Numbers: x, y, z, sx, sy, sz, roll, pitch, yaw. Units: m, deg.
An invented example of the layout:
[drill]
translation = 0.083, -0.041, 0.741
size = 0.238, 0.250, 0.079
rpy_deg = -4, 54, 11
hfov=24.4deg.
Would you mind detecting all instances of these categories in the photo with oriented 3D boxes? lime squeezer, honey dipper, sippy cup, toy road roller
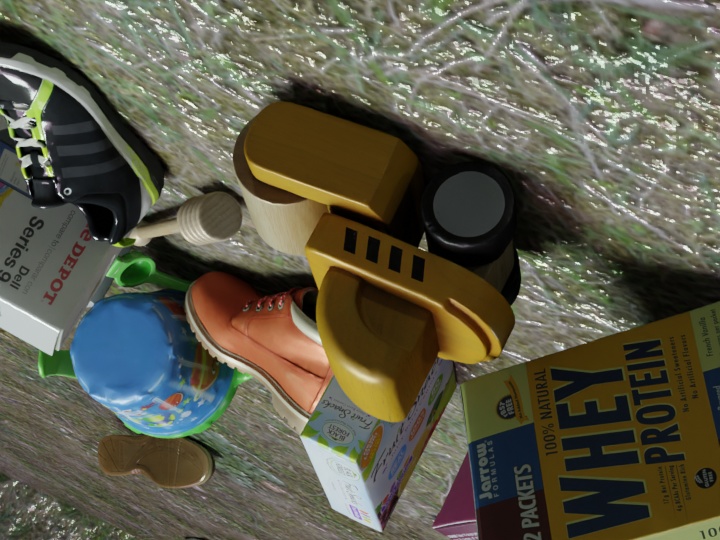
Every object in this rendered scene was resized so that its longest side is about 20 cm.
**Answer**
[lime squeezer]
translation = -0.209, -0.014, 1.418
size = 0.200, 0.038, 0.071
rpy_deg = 33, -174, -17
[honey dipper]
translation = -0.147, -0.034, 1.316
size = 0.038, 0.038, 0.200
rpy_deg = 35, 162, -20
[sippy cup]
translation = -0.186, 0.076, 1.457
size = 0.140, 0.178, 0.130
rpy_deg = 55, -174, 16
[toy road roller]
translation = 0.000, 0.000, 1.020
size = 0.200, 0.146, 0.123
rpy_deg = 22, 161, 16

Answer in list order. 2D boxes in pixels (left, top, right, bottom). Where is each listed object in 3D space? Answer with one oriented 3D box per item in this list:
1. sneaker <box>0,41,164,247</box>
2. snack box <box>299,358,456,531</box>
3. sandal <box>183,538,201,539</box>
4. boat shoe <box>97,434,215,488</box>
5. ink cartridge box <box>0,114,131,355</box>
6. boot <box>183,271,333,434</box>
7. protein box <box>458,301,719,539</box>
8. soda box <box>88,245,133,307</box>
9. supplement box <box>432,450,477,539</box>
[sneaker]
translation = -0.215, -0.085, 1.201
size = 0.072, 0.083, 0.200
rpy_deg = 9, 154, 44
[snack box]
translation = 0.019, 0.108, 1.289
size = 0.053, 0.142, 0.200
rpy_deg = 23, 161, 15
[sandal]
translation = -0.285, 0.511, 2.944
size = 0.082, 0.050, 0.203
rpy_deg = 29, 162, -3
[boat shoe]
translation = -0.258, 0.248, 2.201
size = 0.200, 0.072, 0.072
rpy_deg = -3, 177, 39
[ink cartridge box]
translation = -0.287, -0.048, 1.302
size = 0.200, 0.146, 0.088
rpy_deg = 31, 160, -5
[boot]
translation = -0.066, 0.041, 1.362
size = 0.200, 0.075, 0.107
rpy_deg = 37, 131, 30
[protein box]
translation = 0.192, 0.141, 1.013
size = 0.198, 0.135, 0.200
rpy_deg = -19, 142, 18
[soda box]
translation = -0.303, -0.046, 1.456
size = 0.200, 0.068, 0.063
rpy_deg = 35, 161, -23
[supplement box]
translation = 0.180, 0.190, 1.302
size = 0.200, 0.131, 0.103
rpy_deg = 31, 160, -12
